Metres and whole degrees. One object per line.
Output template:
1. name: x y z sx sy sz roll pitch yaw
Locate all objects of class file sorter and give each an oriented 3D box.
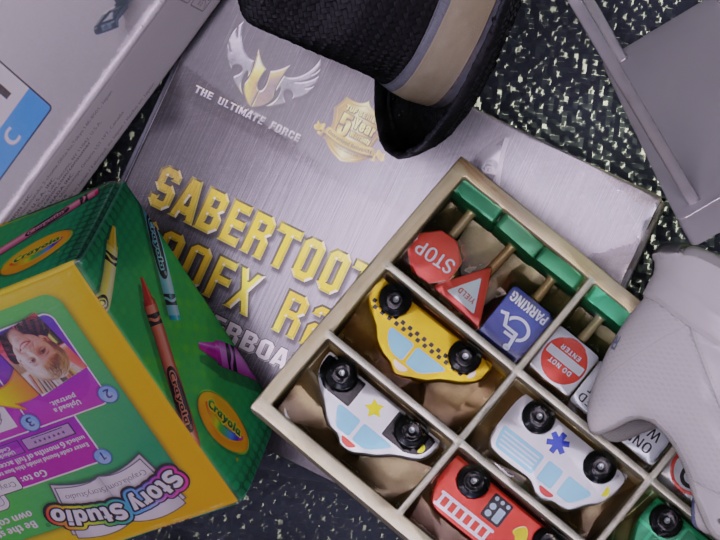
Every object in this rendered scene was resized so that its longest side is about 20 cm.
1. file sorter: 0.164 -0.134 0.965 0.199 0.139 0.125 -31 117 9

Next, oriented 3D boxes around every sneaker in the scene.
1. sneaker: 0.170 0.074 0.953 0.200 0.074 0.087 36 94 22

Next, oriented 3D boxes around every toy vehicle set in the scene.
1. toy vehicle set: 0.074 0.068 1.001 0.200 0.027 0.124 39 83 5

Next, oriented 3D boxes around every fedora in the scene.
1. fedora: 0.007 -0.146 0.957 0.091 0.201 0.202 14 94 -13

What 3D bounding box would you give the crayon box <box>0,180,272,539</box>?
1. crayon box: -0.148 0.056 1.034 0.199 0.058 0.119 -20 118 26

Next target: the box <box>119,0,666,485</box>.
1. box: 0.000 0.000 1.062 0.199 0.048 0.159 27 96 8

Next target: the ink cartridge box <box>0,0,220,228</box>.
1. ink cartridge box: -0.140 -0.135 1.061 0.176 0.045 0.200 40 98 22
